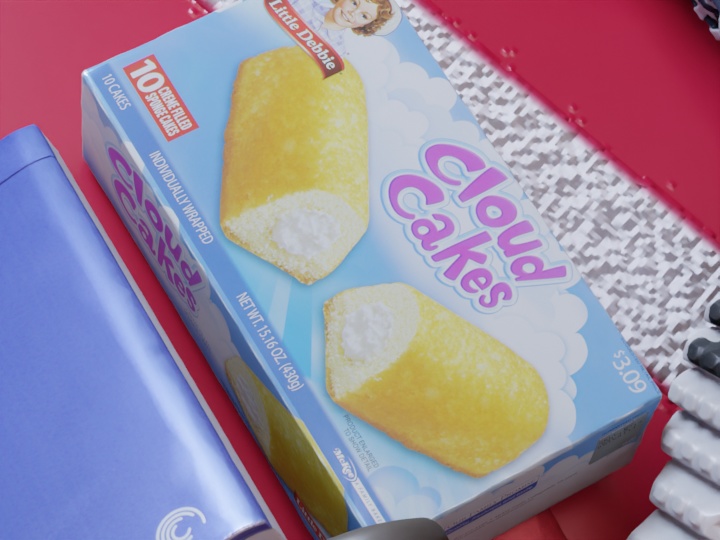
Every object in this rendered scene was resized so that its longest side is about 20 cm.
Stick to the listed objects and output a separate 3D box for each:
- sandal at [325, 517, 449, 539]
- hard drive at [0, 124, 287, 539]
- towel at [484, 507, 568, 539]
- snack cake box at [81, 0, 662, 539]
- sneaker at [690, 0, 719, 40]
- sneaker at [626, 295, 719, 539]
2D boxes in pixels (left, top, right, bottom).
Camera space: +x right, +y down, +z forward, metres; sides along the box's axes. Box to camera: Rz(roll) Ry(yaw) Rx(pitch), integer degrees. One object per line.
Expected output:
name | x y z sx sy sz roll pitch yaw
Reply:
sandal | -0.064 0.090 0.866 0.200 0.082 0.055 -12 84 31
hard drive | -0.119 0.054 0.868 0.132 0.025 0.200 -35 48 1
towel | 0.048 0.188 0.918 0.144 0.022 0.200 -26 77 -17
snack cake box | 0.000 0.000 0.941 0.115 0.067 0.200 -27 70 -17
sneaker | 0.139 -0.104 1.013 0.108 0.070 0.200 -5 77 -3
sneaker | 0.140 0.073 0.902 0.081 0.075 0.200 16 104 -26
